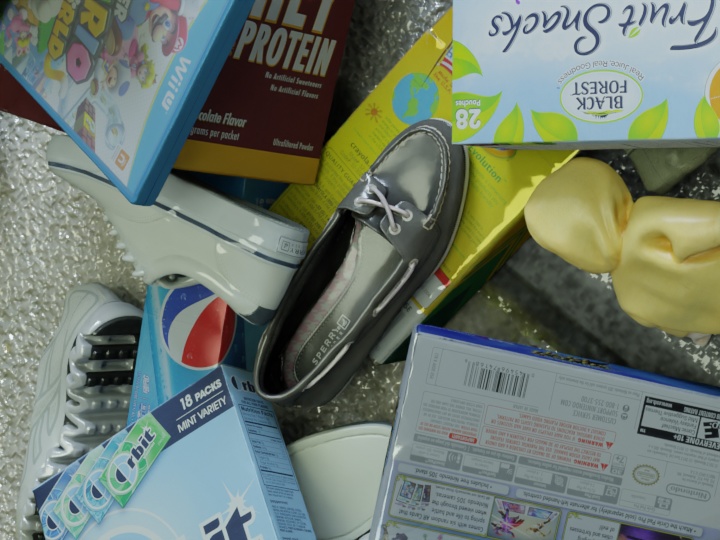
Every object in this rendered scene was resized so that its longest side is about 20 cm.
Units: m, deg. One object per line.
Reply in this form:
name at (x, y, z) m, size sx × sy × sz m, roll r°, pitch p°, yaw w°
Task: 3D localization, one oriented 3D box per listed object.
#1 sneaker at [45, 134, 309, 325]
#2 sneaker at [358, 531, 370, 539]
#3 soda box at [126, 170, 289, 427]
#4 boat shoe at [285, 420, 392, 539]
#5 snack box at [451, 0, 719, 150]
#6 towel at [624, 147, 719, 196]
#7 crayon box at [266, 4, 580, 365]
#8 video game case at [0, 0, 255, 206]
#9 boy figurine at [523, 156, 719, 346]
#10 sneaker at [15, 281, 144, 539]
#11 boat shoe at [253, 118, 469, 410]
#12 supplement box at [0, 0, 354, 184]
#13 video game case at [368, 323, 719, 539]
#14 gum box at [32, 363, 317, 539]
sneaker at (-0.124, -0.027, 1.083) m, size 0.199 × 0.073 × 0.071 m, roll 25°, pitch 95°, yaw 32°
sneaker at (0.044, 0.174, 1.085) m, size 0.200 × 0.080 × 0.074 m, roll -43°, pitch 72°, yaw 19°
soda box at (-0.099, 0.033, 1.156) m, size 0.064 × 0.068 × 0.202 m, roll 11°, pitch 96°, yaw 26°
boat shoe at (-0.043, 0.147, 1.133) m, size 0.200 × 0.062 × 0.073 m, roll -36°, pitch 96°, yaw 24°
snack box at (0.147, -0.151, 0.961) m, size 0.199 × 0.067 × 0.170 m, roll 3°, pitch 93°, yaw 38°
towel at (0.190, -0.173, 1.001) m, size 0.200 × 0.034 × 0.193 m, roll -42°, pitch 67°, yaw 37°
crayon box at (0.047, -0.055, 1.093) m, size 0.200 × 0.051 × 0.127 m, roll -46°, pitch 72°, yaw 20°
video game case at (-0.149, -0.151, 1.023) m, size 0.200 × 0.018 × 0.144 m, roll 44°, pitch 115°, yaw 34°
boy figurine at (0.188, -0.001, 0.998) m, size 0.199 × 0.125 × 0.065 m, roll 23°, pitch 60°, yaw 17°
sneaker at (-0.193, 0.102, 1.211) m, size 0.081 × 0.075 × 0.201 m, roll 41°, pitch 117°, yaw 47°
boat shoe at (0.000, 0.000, 1.057) m, size 0.067 × 0.057 × 0.201 m, roll 36°, pitch 106°, yaw 21°
supplement box at (-0.120, -0.175, 1.100) m, size 0.199 × 0.132 × 0.199 m, roll 19°, pitch 100°, yaw 40°
video game case at (0.109, 0.141, 1.030) m, size 0.198 × 0.045 × 0.183 m, roll 12°, pitch 96°, yaw 0°
gum box at (-0.105, 0.186, 1.072) m, size 0.169 × 0.044 × 0.201 m, roll -33°, pitch 61°, yaw 25°
